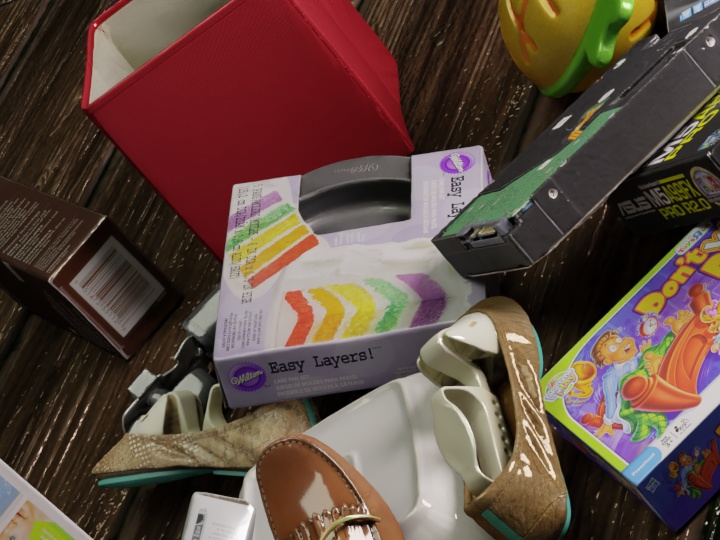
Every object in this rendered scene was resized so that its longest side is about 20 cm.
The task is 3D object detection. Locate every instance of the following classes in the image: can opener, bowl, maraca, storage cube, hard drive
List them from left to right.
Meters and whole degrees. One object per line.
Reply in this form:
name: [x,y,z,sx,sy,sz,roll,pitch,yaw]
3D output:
can opener: [-0.093,0.055,1.623,0.067,0.053,0.200,38,80,26]
storage cube: [-0.086,-0.139,1.697,0.200,0.180,0.171,-35,25,13]
bowl: [0.000,0.154,1.355,0.200,0.075,0.200,-33,31,18]
maraca: [0.155,-0.186,1.540,0.200,0.107,0.138,176,106,-78]
hard drive: [0.142,-0.076,1.395,0.200,0.038,0.140,-43,8,-14]

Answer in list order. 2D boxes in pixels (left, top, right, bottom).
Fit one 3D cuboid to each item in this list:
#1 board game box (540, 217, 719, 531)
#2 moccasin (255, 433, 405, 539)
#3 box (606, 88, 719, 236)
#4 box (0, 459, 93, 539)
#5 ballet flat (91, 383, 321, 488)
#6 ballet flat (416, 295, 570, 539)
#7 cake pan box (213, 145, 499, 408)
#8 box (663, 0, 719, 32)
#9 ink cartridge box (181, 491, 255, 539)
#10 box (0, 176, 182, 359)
board game box: [0.206,0.039,1.288,0.200,0.045,0.134,-44,30,-4]
moccasin: [-0.010,0.182,1.234,0.074,0.078,0.202,-26,70,20]
box: [0.249,-0.109,1.355,0.200,0.044,0.160,-45,9,-16]
box: [-0.231,0.196,1.440,0.113,0.200,0.101,-53,32,-14]
ballet flat: [-0.102,0.110,1.524,0.200,0.070,0.066,-8,85,35]
ballet flat: [0.069,0.076,1.296,0.068,0.072,0.200,-45,34,31]
cake pan box: [0.000,0.000,1.507,0.184,0.052,0.200,-7,38,9]
box: [0.298,-0.231,1.515,0.200,0.050,0.158,-28,33,23]
ink cartridge box: [-0.101,0.258,1.236,0.040,0.200,0.200,11,49,0]
box: [-0.237,-0.005,1.795,0.075,0.100,0.200,-50,31,-12]
